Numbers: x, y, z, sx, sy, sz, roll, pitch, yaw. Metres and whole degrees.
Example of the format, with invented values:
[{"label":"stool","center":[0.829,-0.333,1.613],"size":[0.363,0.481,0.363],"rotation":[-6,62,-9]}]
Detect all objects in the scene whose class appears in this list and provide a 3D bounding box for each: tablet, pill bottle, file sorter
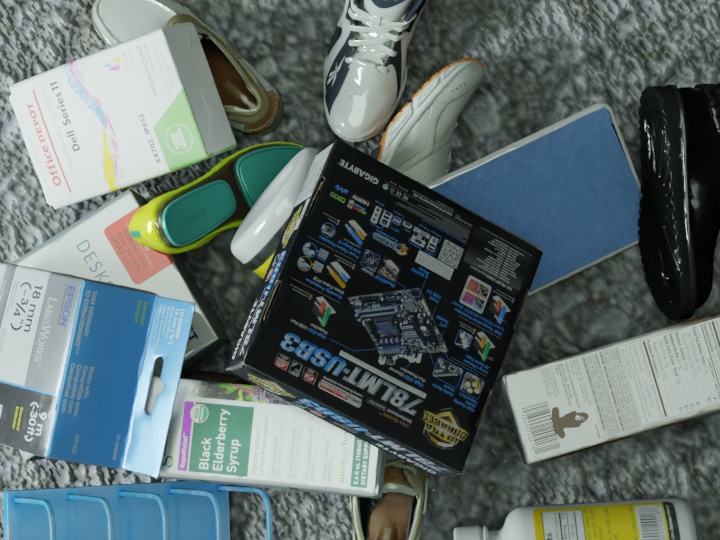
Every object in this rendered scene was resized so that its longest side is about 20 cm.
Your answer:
[{"label":"tablet","center":[0.149,-0.048,1.401],"size":[0.199,0.014,0.131],"rotation":[-25,105,-4]},{"label":"pill bottle","center":[0.179,0.251,1.353],"size":[0.198,0.111,0.112],"rotation":[-3,85,4]},{"label":"pill bottle","center":[0.000,0.000,1.345],"size":[0.200,0.112,0.113],"rotation":[39,89,-10]},{"label":"file sorter","center":[-0.180,0.249,1.332],"size":[0.199,0.122,0.140],"rotation":[0,85,-28]}]

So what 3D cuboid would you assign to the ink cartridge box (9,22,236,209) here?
[{"label":"ink cartridge box","center":[-0.222,-0.127,1.395],"size":[0.199,0.067,0.118],"rotation":[-17,98,22]}]

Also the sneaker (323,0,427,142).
[{"label":"sneaker","center":[0.014,-0.216,1.390],"size":[0.079,0.130,0.200],"rotation":[23,85,8]}]

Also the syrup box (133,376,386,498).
[{"label":"syrup box","center":[-0.078,0.136,1.311],"size":[0.198,0.081,0.079],"rotation":[5,81,4]}]

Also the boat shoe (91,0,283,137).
[{"label":"boat shoe","center":[-0.156,-0.194,1.434],"size":[0.199,0.068,0.075],"rotation":[32,90,7]}]

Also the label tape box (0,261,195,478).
[{"label":"label tape box","center":[-0.238,0.075,1.298],"size":[0.199,0.063,0.145],"rotation":[9,86,37]}]

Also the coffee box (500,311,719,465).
[{"label":"coffee box","center":[0.223,0.100,1.361],"size":[0.199,0.114,0.080],"rotation":[-16,84,1]}]

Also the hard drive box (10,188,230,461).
[{"label":"hard drive box","center":[-0.240,0.048,1.417],"size":[0.199,0.077,0.156],"rotation":[-33,84,1]}]

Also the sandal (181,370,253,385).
[{"label":"sandal","center":[-0.088,0.117,1.387],"size":[0.199,0.055,0.082],"rotation":[6,81,23]}]

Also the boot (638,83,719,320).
[{"label":"boot","center":[0.326,-0.067,1.386],"size":[0.157,0.079,0.213],"rotation":[-5,101,-12]}]

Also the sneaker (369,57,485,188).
[{"label":"sneaker","center":[0.055,-0.093,1.416],"size":[0.092,0.076,0.200],"rotation":[39,96,-1]}]

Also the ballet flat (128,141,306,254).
[{"label":"ballet flat","center":[-0.119,-0.064,1.400],"size":[0.199,0.067,0.067],"rotation":[-26,101,-41]}]

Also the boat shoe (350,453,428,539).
[{"label":"boat shoe","center":[0.027,0.178,1.380],"size":[0.074,0.068,0.202],"rotation":[-1,87,-4]}]

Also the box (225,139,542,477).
[{"label":"box","center":[0.022,0.031,1.260],"size":[0.199,0.050,0.200],"rotation":[27,71,-15]}]
